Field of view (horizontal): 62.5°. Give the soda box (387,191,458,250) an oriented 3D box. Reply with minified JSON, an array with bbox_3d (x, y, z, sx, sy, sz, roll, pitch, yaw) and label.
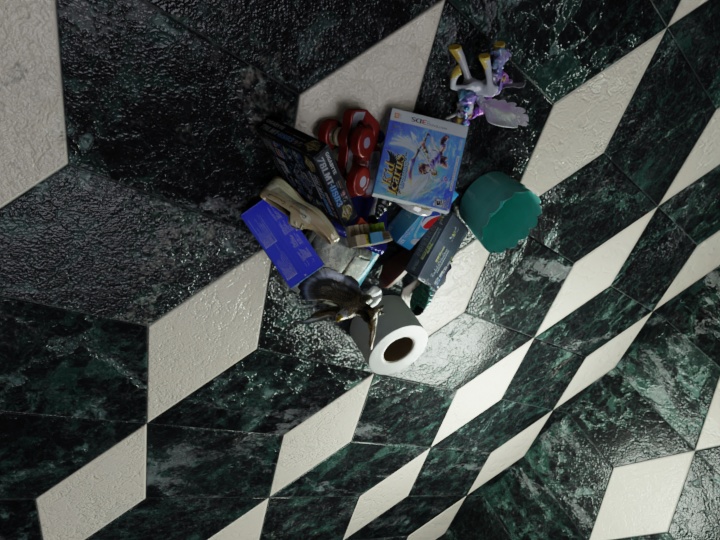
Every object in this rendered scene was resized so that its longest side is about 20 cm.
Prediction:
[{"bbox_3d":[0.162,-0.155,1.571,0.064,0.068,0.200,25,112,-44],"label":"soda box"}]

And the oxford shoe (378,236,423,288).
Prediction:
[{"bbox_3d":[0.135,-0.021,1.677,0.200,0.071,0.075,-47,140,13],"label":"oxford shoe"}]

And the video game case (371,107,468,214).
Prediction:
[{"bbox_3d":[0.134,-0.247,1.347,0.180,0.045,0.202,13,88,-1],"label":"video game case"}]

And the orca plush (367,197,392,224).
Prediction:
[{"bbox_3d":[0.075,-0.194,1.404,0.105,0.071,0.201,84,24,-64],"label":"orca plush"}]

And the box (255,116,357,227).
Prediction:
[{"bbox_3d":[-0.111,-0.206,1.242,0.050,0.198,0.201,-45,140,-17],"label":"box"}]

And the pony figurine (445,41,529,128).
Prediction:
[{"bbox_3d":[0.291,-0.420,1.370,0.191,0.167,0.201,-1,141,10],"label":"pony figurine"}]

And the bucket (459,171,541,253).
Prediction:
[{"bbox_3d":[0.385,-0.166,1.655,0.206,0.135,0.208,-18,136,-18],"label":"bucket"}]

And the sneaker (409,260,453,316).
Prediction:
[{"bbox_3d":[0.221,0.055,1.804,0.087,0.074,0.201,-4,129,-37],"label":"sneaker"}]

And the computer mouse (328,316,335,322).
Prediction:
[{"bbox_3d":[-0.053,0.043,1.625,0.109,0.044,0.201,-35,140,-38],"label":"computer mouse"}]

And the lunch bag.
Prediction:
[{"bbox_3d":[-0.093,-0.027,1.464,0.167,0.140,0.200,14,121,-48],"label":"lunch bag"}]

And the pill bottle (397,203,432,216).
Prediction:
[{"bbox_3d":[0.165,-0.245,1.451,0.114,0.114,0.201,8,118,-38],"label":"pill bottle"}]

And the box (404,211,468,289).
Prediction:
[{"bbox_3d":[0.214,-0.059,1.639,0.201,0.051,0.158,-61,150,0],"label":"box"}]

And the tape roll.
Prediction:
[{"bbox_3d":[0.084,0.193,1.789,0.201,0.139,0.204,-19,136,-19],"label":"tape roll"}]

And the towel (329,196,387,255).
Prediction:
[{"bbox_3d":[-0.015,-0.131,1.431,0.049,0.149,0.199,-20,148,40],"label":"towel"}]

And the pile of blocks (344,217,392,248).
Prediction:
[{"bbox_3d":[0.021,-0.088,1.305,0.081,0.063,0.200,-12,-179,13],"label":"pile of blocks"}]

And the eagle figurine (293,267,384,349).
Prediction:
[{"bbox_3d":[-0.049,0.085,1.420,0.151,0.199,0.153,46,63,-74],"label":"eagle figurine"}]

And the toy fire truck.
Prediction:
[{"bbox_3d":[-0.007,-0.260,1.333,0.168,0.112,0.202,-21,124,-55],"label":"toy fire truck"}]

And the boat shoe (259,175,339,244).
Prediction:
[{"bbox_3d":[-0.133,-0.119,1.299,0.065,0.200,0.072,-48,180,-16],"label":"boat shoe"}]

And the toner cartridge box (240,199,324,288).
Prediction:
[{"bbox_3d":[-0.176,-0.068,1.348,0.095,0.201,0.043,-34,-179,1],"label":"toner cartridge box"}]

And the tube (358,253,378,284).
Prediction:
[{"bbox_3d":[0.000,0.000,1.587,0.077,0.050,0.201,18,103,-58],"label":"tube"}]
